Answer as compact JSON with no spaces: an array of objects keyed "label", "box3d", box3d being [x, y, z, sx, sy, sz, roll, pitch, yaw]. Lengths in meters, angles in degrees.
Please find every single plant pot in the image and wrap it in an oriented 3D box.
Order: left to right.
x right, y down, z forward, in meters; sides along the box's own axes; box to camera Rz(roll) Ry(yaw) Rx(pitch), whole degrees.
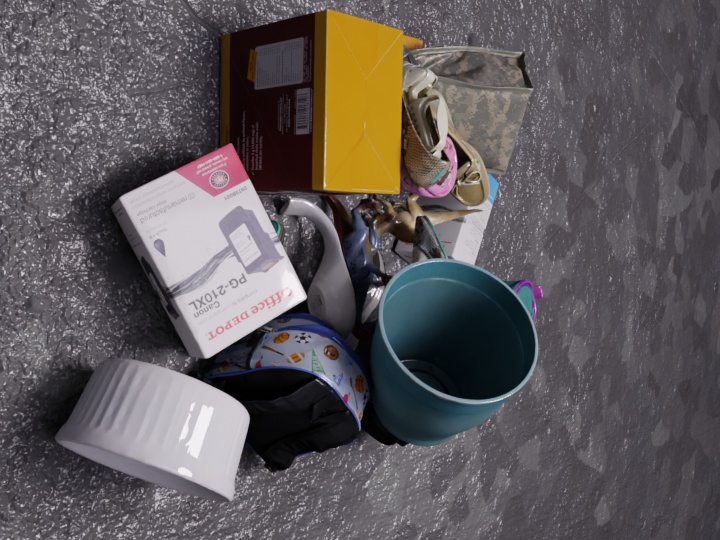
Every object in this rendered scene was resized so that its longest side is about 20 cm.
[{"label":"plant pot","box3d":[0.096,0.121,0.981,0.200,0.199,0.189,-40,162,-36]}]

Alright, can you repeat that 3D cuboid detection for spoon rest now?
[{"label":"spoon rest","box3d":[-0.049,-0.003,1.036,0.060,0.099,0.202,-10,73,-32]}]

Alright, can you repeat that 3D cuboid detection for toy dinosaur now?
[{"label":"toy dinosaur","box3d":[0.000,0.000,1.088,0.105,0.198,0.184,35,76,-62]},{"label":"toy dinosaur","box3d":[0.078,-0.082,1.181,0.197,0.102,0.059,-12,141,-14]}]

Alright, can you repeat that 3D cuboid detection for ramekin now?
[{"label":"ramekin","box3d":[-0.218,0.174,0.843,0.200,0.199,0.099,40,58,-40]}]

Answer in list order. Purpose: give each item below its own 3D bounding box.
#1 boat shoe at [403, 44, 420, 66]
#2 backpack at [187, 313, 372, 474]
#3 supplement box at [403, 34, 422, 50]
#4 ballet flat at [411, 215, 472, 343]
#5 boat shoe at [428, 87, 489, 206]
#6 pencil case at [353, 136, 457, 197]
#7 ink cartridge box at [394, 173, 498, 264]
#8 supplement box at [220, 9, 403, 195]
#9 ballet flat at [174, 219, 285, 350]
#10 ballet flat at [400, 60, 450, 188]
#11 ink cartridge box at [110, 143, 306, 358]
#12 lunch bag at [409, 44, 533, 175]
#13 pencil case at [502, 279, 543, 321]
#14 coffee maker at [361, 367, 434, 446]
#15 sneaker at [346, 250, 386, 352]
[{"label":"boat shoe","box3d":[-0.007,-0.233,1.061,0.068,0.198,0.074,53,16,-10]},{"label":"backpack","box3d":[-0.081,0.150,0.983,0.201,0.188,0.155,54,44,-34]},{"label":"supplement box","box3d":[0.007,-0.316,1.119,0.199,0.068,0.068,-6,99,-49]},{"label":"ballet flat","box3d":[0.110,0.015,1.089,0.071,0.072,0.202,-12,66,-44]},{"label":"boat shoe","box3d":[0.125,-0.164,1.100,0.202,0.072,0.063,59,25,-29]},{"label":"pencil case","box3d":[0.041,-0.146,1.073,0.082,0.198,0.088,-22,110,-41]},{"label":"ink cartridge box","box3d":[0.132,-0.067,1.232,0.067,0.115,0.202,36,67,-47]},{"label":"supplement box","box3d":[-0.065,-0.194,0.959,0.132,0.198,0.201,-3,96,-46]},{"label":"ballet flat","box3d":[-0.158,0.026,0.986,0.200,0.068,0.069,-50,136,-18]},{"label":"ballet flat","box3d":[0.073,-0.203,0.964,0.067,0.075,0.203,4,62,-40]},{"label":"ink cartridge box","box3d":[-0.173,-0.020,0.892,0.144,0.084,0.202,-30,100,-23]},{"label":"lunch bag","box3d":[0.136,-0.242,1.154,0.165,0.197,0.119,99,-7,-47]},{"label":"pencil case","box3d":[0.185,0.048,1.239,0.092,0.198,0.086,-29,113,-39]},{"label":"coffee maker","box3d":[0.079,0.143,1.160,0.200,0.134,0.193,-48,153,-31]},{"label":"sneaker","box3d":[-0.024,0.046,1.117,0.079,0.073,0.202,36,68,-35]}]
